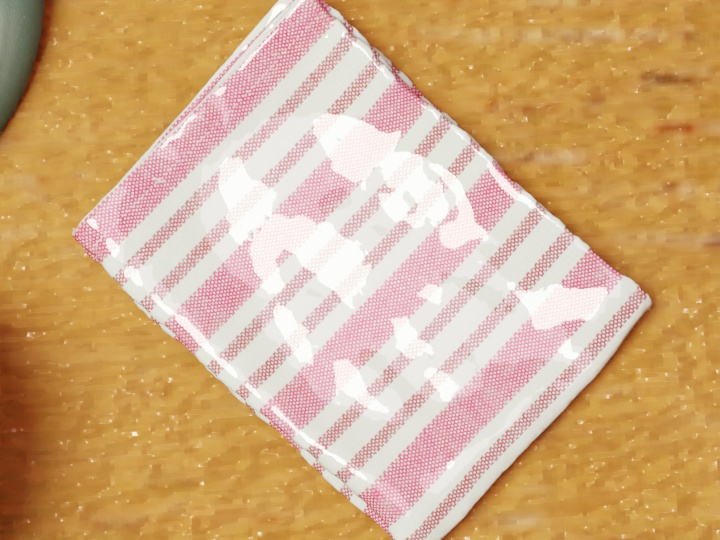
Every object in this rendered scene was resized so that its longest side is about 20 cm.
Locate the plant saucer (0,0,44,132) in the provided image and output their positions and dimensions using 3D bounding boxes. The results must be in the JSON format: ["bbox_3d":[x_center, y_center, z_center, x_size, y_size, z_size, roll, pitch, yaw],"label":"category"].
[{"bbox_3d":[-0.215,-0.100,0.723,0.198,0.036,0.202,-9,114,-21],"label":"plant saucer"}]

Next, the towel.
[{"bbox_3d":[0.000,0.000,0.765,0.200,0.030,0.147,42,88,5],"label":"towel"}]
